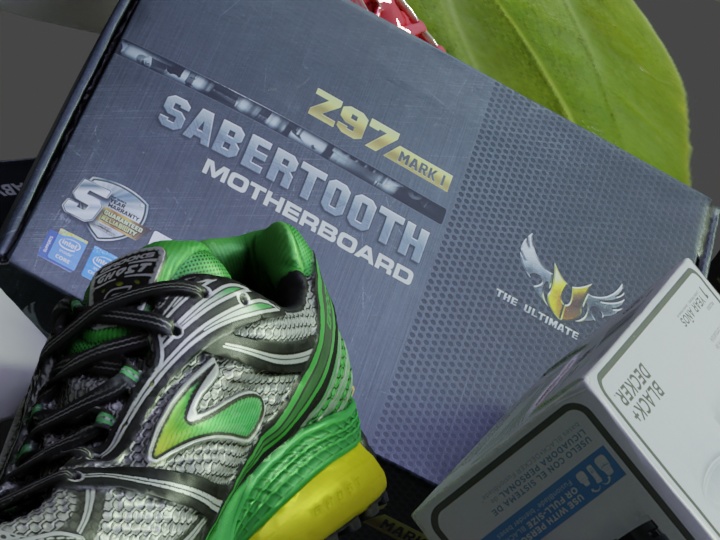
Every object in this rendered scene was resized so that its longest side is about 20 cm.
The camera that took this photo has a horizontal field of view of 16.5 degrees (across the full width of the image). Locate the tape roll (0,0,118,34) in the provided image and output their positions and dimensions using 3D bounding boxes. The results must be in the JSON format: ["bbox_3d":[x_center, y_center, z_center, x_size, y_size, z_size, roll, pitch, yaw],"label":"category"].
[{"bbox_3d":[-0.101,-0.149,0.918,0.201,0.071,0.203,14,18,-5],"label":"tape roll"}]

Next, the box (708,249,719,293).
[{"bbox_3d":[0.172,0.039,0.902,0.049,0.160,0.200,32,8,-19],"label":"box"}]

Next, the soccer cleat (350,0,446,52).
[{"bbox_3d":[-0.009,-0.079,0.823,0.200,0.076,0.067,38,25,-21],"label":"soccer cleat"}]

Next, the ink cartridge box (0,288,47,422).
[{"bbox_3d":[-0.176,-0.009,0.611,0.200,0.068,0.116,45,24,14],"label":"ink cartridge box"}]

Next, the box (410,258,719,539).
[{"bbox_3d":[0.113,0.104,0.629,0.200,0.060,0.117,50,25,1],"label":"box"}]

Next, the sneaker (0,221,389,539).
[{"bbox_3d":[-0.060,0.043,0.570,0.200,0.077,0.086,-37,116,-65],"label":"sneaker"}]

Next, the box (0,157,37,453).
[{"bbox_3d":[-0.033,0.029,0.792,0.199,0.046,0.159,-9,53,-50],"label":"box"}]

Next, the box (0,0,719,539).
[{"bbox_3d":[0.000,0.000,0.733,0.199,0.051,0.158,29,46,-8],"label":"box"}]
